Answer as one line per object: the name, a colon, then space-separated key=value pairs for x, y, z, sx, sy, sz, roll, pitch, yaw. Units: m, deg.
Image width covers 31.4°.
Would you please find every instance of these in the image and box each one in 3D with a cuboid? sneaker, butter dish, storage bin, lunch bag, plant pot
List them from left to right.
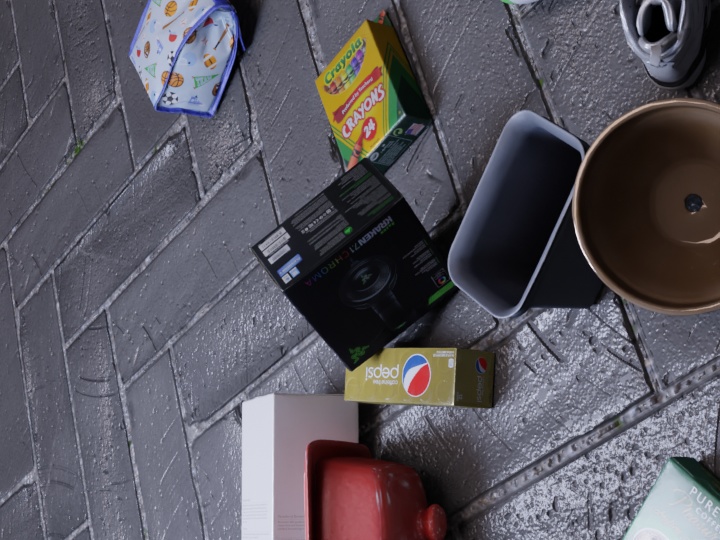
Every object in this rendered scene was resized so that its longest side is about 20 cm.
lunch bag: x=-0.262 y=-0.366 z=1.982 sx=0.170 sy=0.124 sz=0.200 roll=56 pitch=133 yaw=41
butter dish: x=0.028 y=0.295 z=1.482 sx=0.148 sy=0.199 sz=0.200 roll=-6 pitch=78 yaw=20
storage bin: x=0.199 y=-0.053 z=1.342 sx=0.146 sy=0.134 sz=0.200 roll=41 pitch=114 yaw=46
sneaker: x=0.305 y=-0.284 z=1.257 sx=0.075 sy=0.115 sz=0.200 roll=3 pitch=88 yaw=25
plant pot: x=0.309 y=-0.061 z=1.212 sx=0.201 sy=0.093 sz=0.201 roll=2 pitch=95 yaw=23

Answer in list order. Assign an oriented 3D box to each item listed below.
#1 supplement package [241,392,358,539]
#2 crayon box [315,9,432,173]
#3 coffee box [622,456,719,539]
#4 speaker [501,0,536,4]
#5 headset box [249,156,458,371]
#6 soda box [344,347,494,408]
supplement package: x=-0.077 y=0.260 z=1.620 sx=0.121 sy=0.120 sz=0.200 roll=156 pitch=115 yaw=-64
crayon box: x=0.009 y=-0.234 z=1.676 sx=0.127 sy=0.051 sz=0.200 roll=-46 pitch=50 yaw=36
coffee box: x=0.302 y=0.293 z=1.223 sx=0.123 sy=0.044 sz=0.200 roll=43 pitch=117 yaw=45
speaker: x=0.229 y=-0.354 z=1.399 sx=0.200 sy=0.088 sz=0.089 roll=-10 pitch=75 yaw=50
headset box: x=0.000 y=0.000 z=1.499 sx=0.174 sy=0.200 sz=0.093 roll=-38 pitch=48 yaw=-2
soda box: x=0.067 y=0.128 z=1.528 sx=0.200 sy=0.064 sz=0.068 roll=-5 pitch=80 yaw=51
